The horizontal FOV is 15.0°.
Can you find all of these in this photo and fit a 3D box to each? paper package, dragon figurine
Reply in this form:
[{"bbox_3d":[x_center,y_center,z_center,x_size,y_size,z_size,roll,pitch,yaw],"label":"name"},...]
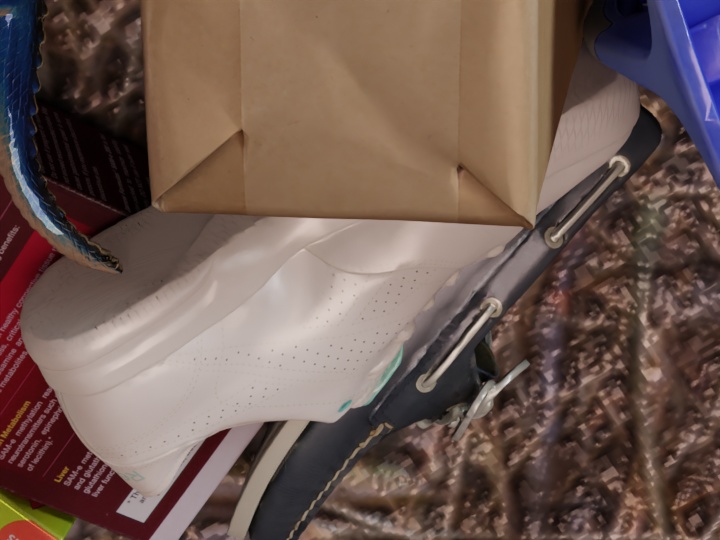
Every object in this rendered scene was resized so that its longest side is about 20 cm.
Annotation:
[{"bbox_3d":[0.009,-0.132,0.742,0.103,0.200,0.192,3,117,10],"label":"paper package"},{"bbox_3d":[-0.102,-0.103,0.784,0.099,0.059,0.201,-34,80,10],"label":"dragon figurine"}]

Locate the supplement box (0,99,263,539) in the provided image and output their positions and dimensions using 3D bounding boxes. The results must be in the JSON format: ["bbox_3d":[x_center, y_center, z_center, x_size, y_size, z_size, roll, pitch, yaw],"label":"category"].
[{"bbox_3d":[-0.119,0.003,0.866,0.199,0.061,0.109,26,112,-30],"label":"supplement box"}]

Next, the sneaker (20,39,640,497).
[{"bbox_3d":[0.000,0.000,0.835,0.199,0.075,0.089,-27,122,-1],"label":"sneaker"}]

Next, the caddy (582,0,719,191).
[{"bbox_3d":[0.112,-0.084,0.769,0.104,0.200,0.142,-19,105,12],"label":"caddy"}]

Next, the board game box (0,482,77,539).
[{"bbox_3d":[-0.190,0.125,0.936,0.101,0.048,0.200,36,109,-5],"label":"board game box"}]

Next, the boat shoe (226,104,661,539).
[{"bbox_3d":[0.025,0.018,0.903,0.062,0.075,0.201,31,102,-8],"label":"boat shoe"}]
